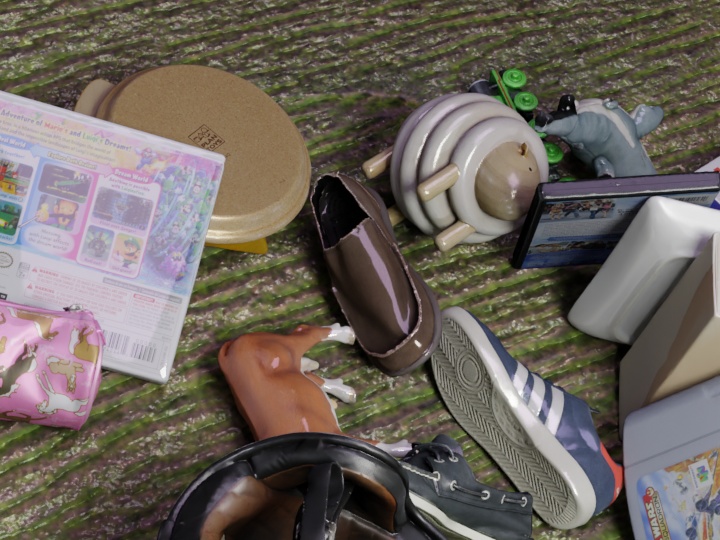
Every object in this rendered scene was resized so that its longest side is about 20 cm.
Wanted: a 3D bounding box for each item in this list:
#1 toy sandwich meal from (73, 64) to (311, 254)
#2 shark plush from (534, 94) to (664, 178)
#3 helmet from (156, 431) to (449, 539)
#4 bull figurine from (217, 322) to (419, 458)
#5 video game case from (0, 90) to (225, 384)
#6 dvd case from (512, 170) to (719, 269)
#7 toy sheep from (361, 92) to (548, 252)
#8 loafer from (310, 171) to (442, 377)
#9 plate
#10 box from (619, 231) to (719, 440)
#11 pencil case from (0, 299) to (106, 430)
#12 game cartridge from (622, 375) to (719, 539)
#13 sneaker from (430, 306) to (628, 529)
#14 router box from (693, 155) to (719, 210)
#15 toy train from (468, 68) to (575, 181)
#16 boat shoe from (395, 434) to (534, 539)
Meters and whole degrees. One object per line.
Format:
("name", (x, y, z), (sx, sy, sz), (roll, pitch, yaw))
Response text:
("toy sandwich meal", (-0.140, -0.085, 1.557), (0.203, 0.070, 0.207), (12, 50, -14))
("shark plush", (0.213, -0.108, 1.641), (0.090, 0.200, 0.084), (-17, 70, 17))
("helmet", (-0.027, 0.220, 1.255), (0.198, 0.191, 0.201), (-14, 44, 14))
("bull figurine", (-0.034, 0.124, 1.418), (0.120, 0.065, 0.201), (-8, 57, -30))
("video game case", (-0.219, -0.027, 1.451), (0.198, 0.024, 0.184), (15, 77, -6))
("dvd case", (0.201, -0.038, 1.535), (0.141, 0.200, 0.018), (-3, 75, -2))
("toy sheep", (0.081, -0.085, 1.589), (0.137, 0.139, 0.200), (-13, 24, -28))
("loafer", (0.000, 0.000, 1.517), (0.071, 0.073, 0.201), (38, 18, -47))
("plate", (0.287, 0.024, 1.528), (0.197, 0.200, 0.033), (12, 58, -10))
("box", (0.277, 0.063, 1.483), (0.094, 0.201, 0.078), (12, 55, -7))
("pencil case", (-0.283, 0.056, 1.371), (0.198, 0.083, 0.087), (10, 58, -9))
("game cartridge", (0.265, 0.185, 1.415), (0.041, 0.132, 0.202), (13, 58, -52))
("sneaker", (0.133, 0.107, 1.492), (0.084, 0.075, 0.201), (-20, 67, -37))
("router box", (0.409, -0.039, 1.723), (0.179, 0.049, 0.200), (-28, 65, -35))
("toy train", (0.147, -0.099, 1.689), (0.056, 0.042, 0.201), (-12, 56, -15))
("boat shoe", (0.058, 0.153, 1.366), (0.198, 0.074, 0.067), (29, 72, -32))
